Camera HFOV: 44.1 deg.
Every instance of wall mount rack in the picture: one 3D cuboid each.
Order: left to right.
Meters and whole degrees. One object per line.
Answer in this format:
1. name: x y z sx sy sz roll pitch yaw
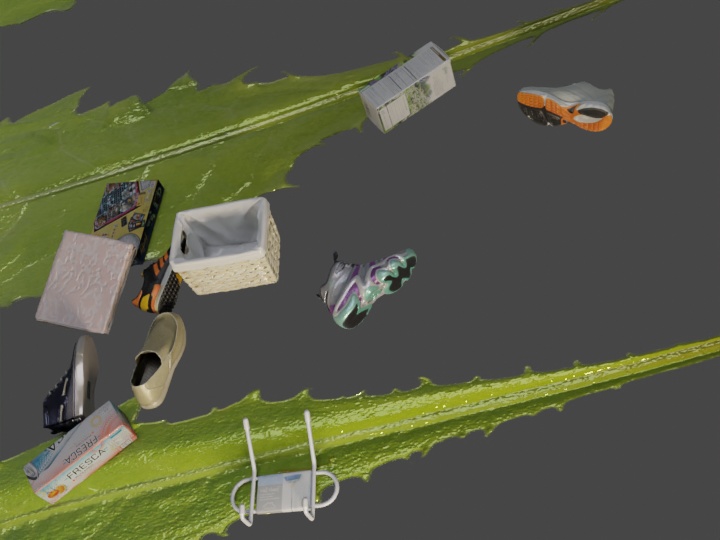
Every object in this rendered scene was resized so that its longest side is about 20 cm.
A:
1. wall mount rack: -0.138 0.339 1.513 0.196 0.075 0.177 -8 56 11

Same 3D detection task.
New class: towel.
1. towel: -0.575 0.024 1.859 0.187 0.032 0.204 9 75 21

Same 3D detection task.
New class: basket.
1. basket: -0.264 -0.045 1.773 0.196 0.124 0.138 -8 55 11

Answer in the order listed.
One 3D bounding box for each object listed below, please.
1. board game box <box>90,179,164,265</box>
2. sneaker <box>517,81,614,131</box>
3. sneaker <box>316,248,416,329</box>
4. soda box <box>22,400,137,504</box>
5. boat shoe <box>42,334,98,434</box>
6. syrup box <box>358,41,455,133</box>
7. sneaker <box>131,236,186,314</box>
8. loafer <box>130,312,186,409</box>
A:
1. board game box: -0.518 -0.105 1.947 0.133 0.035 0.203 -2 58 16
2. sneaker: 0.417 -0.343 1.793 0.196 0.076 0.093 16 56 17
3. sneaker: 0.000 0.000 1.689 0.199 0.078 0.140 -39 56 -10
4. soda box: -0.517 0.336 1.643 0.199 0.064 0.068 -38 55 -10
5. boat shoe: -0.567 0.221 1.725 0.091 0.075 0.203 -13 53 6
6. syrup box: 0.102 -0.394 1.913 0.198 0.079 0.082 -36 54 -7
7. sneaker: -0.406 -0.006 1.825 0.088 0.070 0.203 8 62 19
8. loafer: -0.391 0.163 1.711 0.074 0.069 0.203 -3 57 15
